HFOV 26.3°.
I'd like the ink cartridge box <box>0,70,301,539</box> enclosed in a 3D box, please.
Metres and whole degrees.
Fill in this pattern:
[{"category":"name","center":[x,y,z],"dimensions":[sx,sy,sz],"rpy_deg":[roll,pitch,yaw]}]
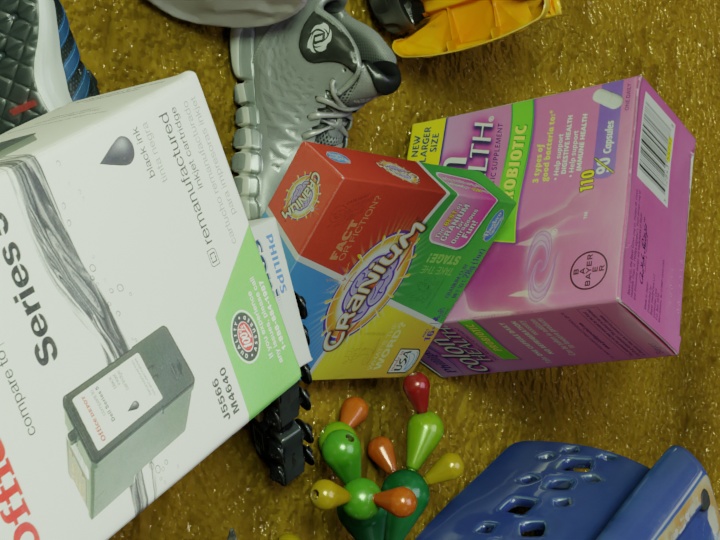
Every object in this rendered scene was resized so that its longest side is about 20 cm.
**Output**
[{"category":"ink cartridge box","center":[-0.126,0.025,0.607],"dimensions":[0.200,0.084,0.147],"rpy_deg":[-39,115,-52]}]

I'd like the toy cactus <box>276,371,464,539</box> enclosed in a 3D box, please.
[{"category":"toy cactus","center":[0.016,0.175,1.033],"dimensions":[0.200,0.101,0.166],"rpy_deg":[-54,136,-55]}]

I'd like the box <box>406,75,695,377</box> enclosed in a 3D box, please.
[{"category":"box","center":[0.130,-0.028,1.128],"dimensions":[0.097,0.199,0.177],"rpy_deg":[36,56,-44]}]

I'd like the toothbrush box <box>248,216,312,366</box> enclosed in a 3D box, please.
[{"category":"toothbrush box","center":[-0.144,0.043,0.779],"dimensions":[0.200,0.146,0.086],"rpy_deg":[-28,106,-54]}]

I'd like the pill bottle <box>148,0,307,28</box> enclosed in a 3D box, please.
[{"category":"pill bottle","center":[-0.079,-0.264,0.963],"dimensions":[0.112,0.112,0.202],"rpy_deg":[22,65,-50]}]

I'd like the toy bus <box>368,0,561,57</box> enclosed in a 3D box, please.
[{"category":"toy bus","center":[0.086,-0.271,1.193],"dimensions":[0.192,0.135,0.202],"rpy_deg":[-21,97,-67]}]

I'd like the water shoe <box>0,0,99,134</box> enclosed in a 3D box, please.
[{"category":"water shoe","center":[-0.183,-0.105,0.841],"dimensions":[0.079,0.071,0.202],"rpy_deg":[-51,127,-80]}]

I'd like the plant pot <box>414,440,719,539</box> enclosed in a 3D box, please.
[{"category":"plant pot","center":[0.175,0.248,1.150],"dimensions":[0.200,0.179,0.201],"rpy_deg":[-34,109,-51]}]

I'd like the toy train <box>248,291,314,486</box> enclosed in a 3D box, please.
[{"category":"toy train","center":[-0.052,0.063,0.920],"dimensions":[0.034,0.046,0.201],"rpy_deg":[-33,149,-23]}]

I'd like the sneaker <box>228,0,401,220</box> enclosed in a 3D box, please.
[{"category":"sneaker","center":[-0.023,-0.089,1.000],"dimensions":[0.075,0.115,0.202],"rpy_deg":[-6,87,-54]}]

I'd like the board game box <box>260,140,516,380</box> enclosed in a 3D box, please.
[{"category":"board game box","center":[0.000,0.000,1.001],"dimensions":[0.199,0.040,0.154],"rpy_deg":[3,123,-53]}]

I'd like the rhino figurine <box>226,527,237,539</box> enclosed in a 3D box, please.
[{"category":"rhino figurine","center":[-0.095,0.212,0.870],"dimensions":[0.087,0.060,0.200],"rpy_deg":[35,37,11]}]
